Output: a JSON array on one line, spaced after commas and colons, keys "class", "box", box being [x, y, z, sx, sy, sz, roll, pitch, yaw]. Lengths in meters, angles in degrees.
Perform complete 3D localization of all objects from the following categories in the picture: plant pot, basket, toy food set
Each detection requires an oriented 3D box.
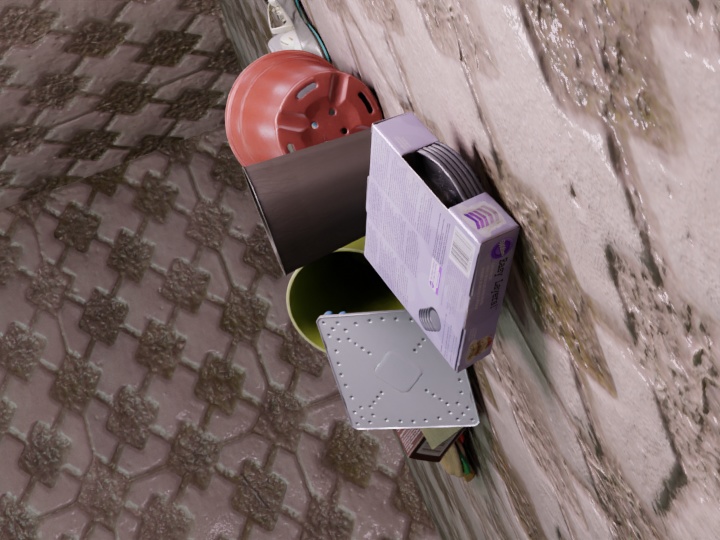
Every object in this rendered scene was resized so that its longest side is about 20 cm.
[{"class": "plant pot", "box": [-0.069, -0.201, 1.396, 0.201, 0.200, 0.195, 70, 167, -18]}, {"class": "basket", "box": [-0.026, -0.096, 1.241, 0.180, 0.199, 0.136, 83, 163, -73]}, {"class": "plant pot", "box": [0.000, 0.000, 1.523, 0.200, 0.186, 0.188, -74, -30, -58]}, {"class": "toy food set", "box": [0.146, 0.273, 1.784, 0.198, 0.048, 0.200, 80, 168, -63]}]

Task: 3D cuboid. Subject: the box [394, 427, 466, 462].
[{"class": "box", "box": [0.095, 0.211, 1.686, 0.100, 0.075, 0.200, -56, 39, 25]}]

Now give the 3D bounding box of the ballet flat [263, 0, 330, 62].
[{"class": "ballet flat", "box": [-0.109, -0.386, 1.648, 0.067, 0.064, 0.200, 77, 170, -58]}]

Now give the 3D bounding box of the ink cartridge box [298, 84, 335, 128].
[{"class": "ink cartridge box", "box": [-0.091, -0.284, 1.622, 0.115, 0.068, 0.200, 41, -179, -13]}]

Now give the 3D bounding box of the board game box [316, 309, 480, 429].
[{"class": "board game box", "box": [0.057, 0.138, 1.444, 0.026, 0.199, 0.201, -60, -41, -55]}]

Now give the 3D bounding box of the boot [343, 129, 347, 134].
[{"class": "boot", "box": [-0.061, -0.153, 1.736, 0.200, 0.072, 0.167, 128, 149, -76]}]

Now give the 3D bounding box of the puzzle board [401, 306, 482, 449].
[{"class": "puzzle board", "box": [0.099, 0.158, 1.547, 0.200, 0.017, 0.151, 60, 145, 15]}]

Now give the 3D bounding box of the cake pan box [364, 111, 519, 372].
[{"class": "cake pan box", "box": [0.071, -0.030, 0.994, 0.184, 0.052, 0.200, 50, 153, 34]}]

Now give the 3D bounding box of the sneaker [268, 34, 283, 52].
[{"class": "sneaker", "box": [-0.112, -0.352, 1.827, 0.201, 0.072, 0.115, -100, -11, -61]}]

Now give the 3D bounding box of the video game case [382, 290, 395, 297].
[{"class": "video game case", "box": [0.059, 0.121, 1.617, 0.200, 0.024, 0.183, -9, 99, 54]}]
